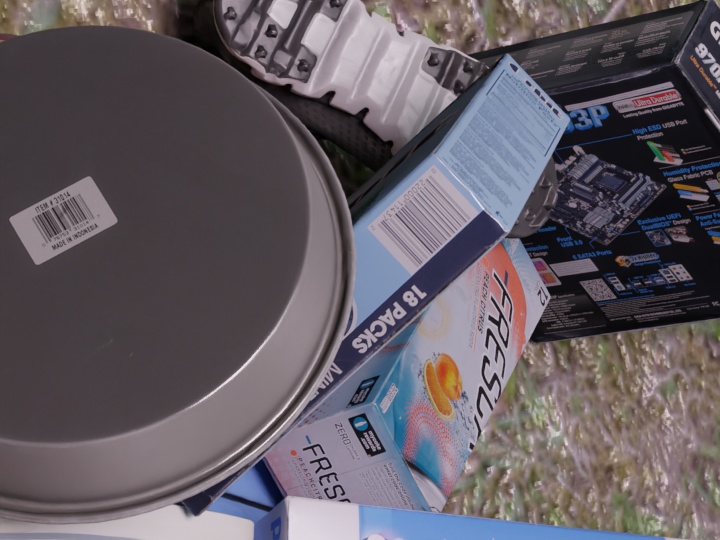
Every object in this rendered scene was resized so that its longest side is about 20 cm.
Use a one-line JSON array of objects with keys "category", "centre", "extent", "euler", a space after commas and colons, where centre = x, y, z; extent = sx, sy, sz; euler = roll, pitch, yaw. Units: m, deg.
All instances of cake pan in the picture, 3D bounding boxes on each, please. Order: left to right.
[{"category": "cake pan", "centre": [-0.102, -0.007, 1.009], "extent": [0.037, 0.199, 0.201], "euler": [82, 22, -60]}]

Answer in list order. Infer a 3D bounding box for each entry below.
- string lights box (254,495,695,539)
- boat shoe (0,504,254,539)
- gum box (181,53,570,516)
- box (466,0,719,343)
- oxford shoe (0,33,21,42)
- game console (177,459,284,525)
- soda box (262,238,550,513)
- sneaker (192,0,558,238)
[{"category": "string lights box", "centre": [0.053, 0.161, 1.186], "extent": [0.199, 0.059, 0.103], "euler": [8, 67, -18]}, {"category": "boat shoe", "centre": [-0.116, 0.119, 1.054], "extent": [0.200, 0.070, 0.072], "euler": [12, 80, -47]}, {"category": "gum box", "centre": [0.000, 0.000, 1.134], "extent": [0.045, 0.170, 0.200], "euler": [46, 19, -3]}, {"category": "box", "centre": [0.123, -0.042, 1.346], "extent": [0.159, 0.199, 0.046], "euler": [50, 52, -27]}, {"category": "oxford shoe", "centre": [-0.101, -0.061, 1.219], "extent": [0.199, 0.071, 0.073], "euler": [24, 29, -34]}, {"category": "game console", "centre": [-0.046, 0.109, 1.226], "extent": [0.200, 0.031, 0.178], "euler": [25, 60, -53]}, {"category": "soda box", "centre": [0.023, 0.043, 1.282], "extent": [0.064, 0.068, 0.200], "euler": [60, 30, -19]}, {"category": "sneaker", "centre": [0.003, -0.080, 1.293], "extent": [0.199, 0.090, 0.067], "euler": [33, 77, -22]}]
